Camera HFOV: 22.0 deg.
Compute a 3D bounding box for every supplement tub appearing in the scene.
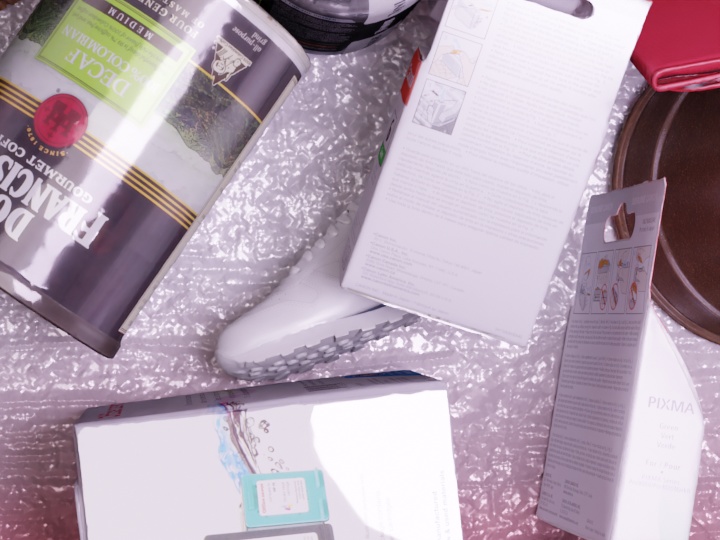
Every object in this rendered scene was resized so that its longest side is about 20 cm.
[{"bbox_3d":[-0.011,-0.190,1.015,0.122,0.200,0.123,0,89,-6],"label":"supplement tub"}]

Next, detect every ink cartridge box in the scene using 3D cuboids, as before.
[{"bbox_3d":[-0.052,0.140,1.030,0.199,0.147,0.146,-6,90,-6],"label":"ink cartridge box"},{"bbox_3d":[0.071,-0.070,1.001,0.109,0.050,0.200,18,104,-6],"label":"ink cartridge box"},{"bbox_3d":[0.153,0.055,1.047,0.050,0.161,0.200,12,87,-8],"label":"ink cartridge box"}]

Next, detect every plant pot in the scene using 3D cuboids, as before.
[{"bbox_3d":[0.266,-0.049,1.039,0.200,0.198,0.201,0,90,-10],"label":"plant pot"}]

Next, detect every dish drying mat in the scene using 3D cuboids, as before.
[{"bbox_3d":[0.173,-0.147,1.044,0.077,0.200,0.018,-12,118,-2],"label":"dish drying mat"}]

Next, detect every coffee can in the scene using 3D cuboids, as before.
[{"bbox_3d":[-0.142,-0.074,1.026,0.146,0.146,0.200,34,85,-4],"label":"coffee can"}]

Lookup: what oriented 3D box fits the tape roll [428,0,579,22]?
[{"bbox_3d":[0.101,-0.227,1.029,0.071,0.202,0.203,18,87,-6],"label":"tape roll"}]

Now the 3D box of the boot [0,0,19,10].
[{"bbox_3d":[-0.278,-0.213,1.050,0.200,0.107,0.075,15,128,-29],"label":"boot"}]

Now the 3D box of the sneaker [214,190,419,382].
[{"bbox_3d":[0.000,0.000,1.083,0.200,0.076,0.081,-25,84,-14],"label":"sneaker"}]
